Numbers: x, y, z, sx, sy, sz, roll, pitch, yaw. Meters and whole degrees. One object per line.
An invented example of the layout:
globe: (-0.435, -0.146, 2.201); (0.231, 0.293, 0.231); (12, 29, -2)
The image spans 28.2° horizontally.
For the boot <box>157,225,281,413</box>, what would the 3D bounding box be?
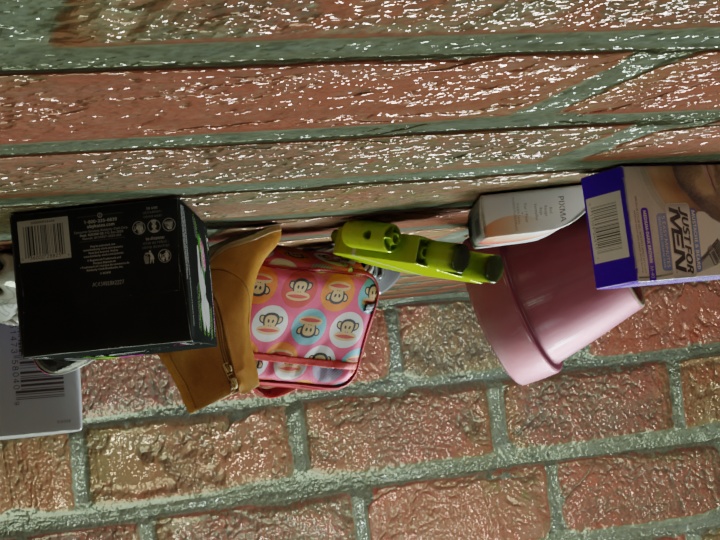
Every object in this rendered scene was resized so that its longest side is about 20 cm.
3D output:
boot: (-0.131, 0.049, 1.448); (0.071, 0.145, 0.201); (-14, -167, 45)

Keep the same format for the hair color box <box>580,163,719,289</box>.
hair color box: (0.310, -0.044, 1.370); (0.199, 0.110, 0.065); (-4, 175, -35)

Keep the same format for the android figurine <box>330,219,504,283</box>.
android figurine: (0.054, -0.020, 1.567); (0.199, 0.041, 0.181); (11, 177, 45)

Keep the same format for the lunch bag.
lunch bag: (-0.089, 0.062, 1.616); (0.199, 0.177, 0.082); (7, -161, -28)

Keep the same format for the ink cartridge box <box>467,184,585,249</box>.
ink cartridge box: (0.216, -0.057, 1.494); (0.199, 0.050, 0.162); (-3, 177, 0)

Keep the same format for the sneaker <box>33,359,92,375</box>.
sneaker: (-0.264, 0.039, 1.466); (0.200, 0.074, 0.087); (-36, -178, 8)

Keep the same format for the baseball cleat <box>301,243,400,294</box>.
baseball cleat: (0.000, 0.000, 1.850); (0.199, 0.070, 0.106); (-4, 176, -45)

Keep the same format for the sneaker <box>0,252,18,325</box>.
sneaker: (-0.370, 0.012, 1.499); (0.081, 0.076, 0.200); (12, 165, -30)

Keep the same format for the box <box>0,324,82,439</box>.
box: (-0.463, 0.114, 1.823); (0.199, 0.200, 0.171); (-3, 176, -15)

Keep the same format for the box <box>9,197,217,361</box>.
box: (-0.212, 0.013, 1.268); (0.148, 0.125, 0.200); (-6, 175, 0)

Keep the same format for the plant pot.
plant pot: (0.244, 0.018, 1.763); (0.178, 0.201, 0.200); (-23, 171, 17)
